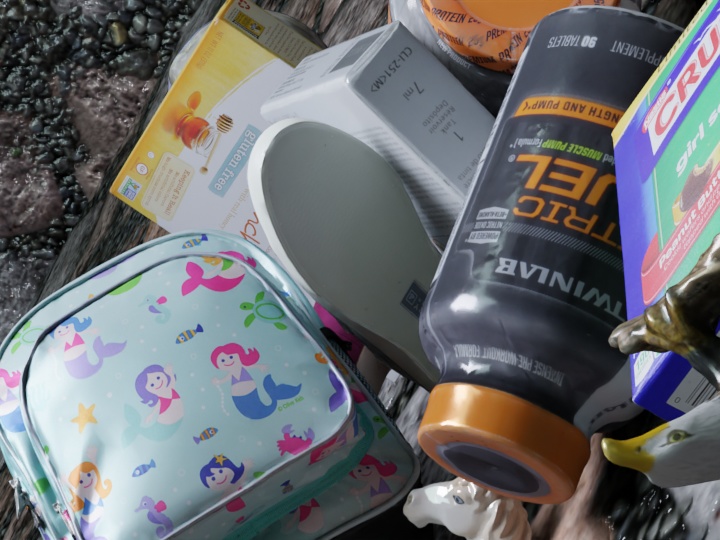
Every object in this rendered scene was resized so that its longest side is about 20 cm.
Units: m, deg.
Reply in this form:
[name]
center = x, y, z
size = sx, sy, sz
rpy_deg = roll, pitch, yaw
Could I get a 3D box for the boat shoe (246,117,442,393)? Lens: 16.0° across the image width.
[boat shoe]
center = 0.001, 0.000, 1.234
size = 0.071, 0.201, 0.070
rpy_deg = 16, 66, 52

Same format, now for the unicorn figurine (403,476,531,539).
[unicorn figurine]
center = 0.017, 0.171, 1.123
size = 0.137, 0.074, 0.201
rpy_deg = -28, 48, 31

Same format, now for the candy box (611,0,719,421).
[candy box]
center = 0.168, -0.052, 0.942
size = 0.170, 0.077, 0.200
rpy_deg = -57, 12, 28

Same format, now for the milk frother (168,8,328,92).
[milk frother]
center = -0.056, -0.037, 1.590
size = 0.200, 0.180, 0.188
rpy_deg = -51, 16, 6

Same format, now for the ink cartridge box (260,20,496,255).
[ink cartridge box]
center = 0.041, -0.038, 1.253
size = 0.044, 0.174, 0.200
rpy_deg = -48, 10, -10

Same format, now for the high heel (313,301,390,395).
[high heel]
center = -0.033, 0.064, 1.359
size = 0.200, 0.096, 0.068
rpy_deg = -34, -50, -35

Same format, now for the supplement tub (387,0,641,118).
[supplement tub]
center = 0.073, -0.120, 1.266
size = 0.200, 0.122, 0.123
rpy_deg = 93, -158, -79

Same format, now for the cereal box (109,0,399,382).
[cereal box]
center = -0.024, -0.044, 1.437
size = 0.144, 0.199, 0.040
rpy_deg = -55, 3, 36

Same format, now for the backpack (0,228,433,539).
[backpack]
center = -0.081, 0.078, 1.213
size = 0.177, 0.151, 0.200
rpy_deg = -29, 52, -7

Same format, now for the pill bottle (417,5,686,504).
[pill bottle]
center = 0.090, -0.004, 1.099
size = 0.201, 0.106, 0.106
rpy_deg = -68, 13, -20

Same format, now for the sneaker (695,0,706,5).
[sneaker]
center = 0.162, -0.188, 1.298
size = 0.085, 0.078, 0.200
rpy_deg = -55, 21, 3

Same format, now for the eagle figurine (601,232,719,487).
[eagle figurine]
center = 0.142, 0.065, 0.765
size = 0.152, 0.150, 0.201
rpy_deg = 69, 176, -51
